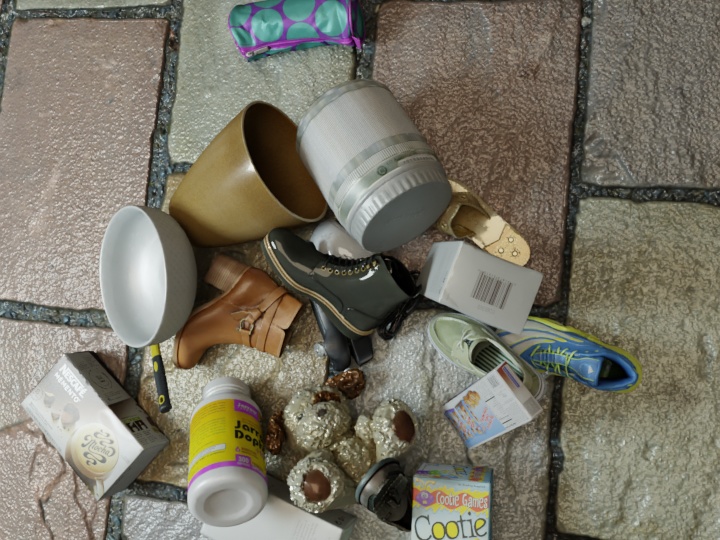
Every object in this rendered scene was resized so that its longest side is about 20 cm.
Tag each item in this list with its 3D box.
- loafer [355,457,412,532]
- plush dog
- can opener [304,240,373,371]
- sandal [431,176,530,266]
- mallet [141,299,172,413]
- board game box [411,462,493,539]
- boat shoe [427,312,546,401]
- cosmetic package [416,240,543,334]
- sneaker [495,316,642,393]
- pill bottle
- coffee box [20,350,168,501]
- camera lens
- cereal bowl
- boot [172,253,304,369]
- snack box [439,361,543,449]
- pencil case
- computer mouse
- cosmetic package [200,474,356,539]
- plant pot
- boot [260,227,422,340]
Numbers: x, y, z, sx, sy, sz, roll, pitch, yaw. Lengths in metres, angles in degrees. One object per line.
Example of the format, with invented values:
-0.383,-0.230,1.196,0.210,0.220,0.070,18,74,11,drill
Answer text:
0.045,0.297,0.892,0.063,0.200,0.072,39,76,24,loafer
-0.037,0.237,0.965,0.199,0.161,0.172,-30,62,-20,plush dog
-0.051,0.053,1.007,0.078,0.063,0.202,-21,84,-26,can opener
0.150,-0.077,0.967,0.211,0.070,0.078,37,93,13,sandal
-0.300,0.120,1.030,0.066,0.041,0.201,-37,51,5,mallet
0.123,0.372,0.915,0.102,0.105,0.202,1,85,13,board game box
0.161,0.106,0.913,0.199,0.062,0.072,31,82,43,boat shoe
0.145,0.017,0.884,0.112,0.200,0.082,22,92,-6,cosmetic package
0.275,0.108,0.903,0.198,0.105,0.077,14,88,13,sneaker
-0.185,0.242,0.952,0.104,0.105,0.201,-30,35,9,pill bottle
-0.411,0.235,1.061,0.113,0.080,0.200,-46,77,6,coffee box
0.014,-0.148,0.943,0.159,0.160,0.201,-35,66,8,camera lens
-0.298,0.008,0.995,0.199,0.083,0.202,2,93,43,cereal bowl
-0.185,0.093,1.025,0.154,0.074,0.201,29,104,7,boot
0.162,0.179,0.883,0.024,0.200,0.072,-32,77,-25,snack box
-0.095,-0.371,1.042,0.198,0.085,0.093,-4,68,13,pencil case
0.000,0.000,1.007,0.200,0.044,0.110,40,95,13,computer mouse
-0.119,0.368,0.988,0.198,0.074,0.103,22,90,16,cosmetic package
-0.181,-0.117,1.004,0.199,0.186,0.188,-25,80,26,plant pot
-0.024,-0.010,0.916,0.200,0.078,0.138,40,134,-13,boot
